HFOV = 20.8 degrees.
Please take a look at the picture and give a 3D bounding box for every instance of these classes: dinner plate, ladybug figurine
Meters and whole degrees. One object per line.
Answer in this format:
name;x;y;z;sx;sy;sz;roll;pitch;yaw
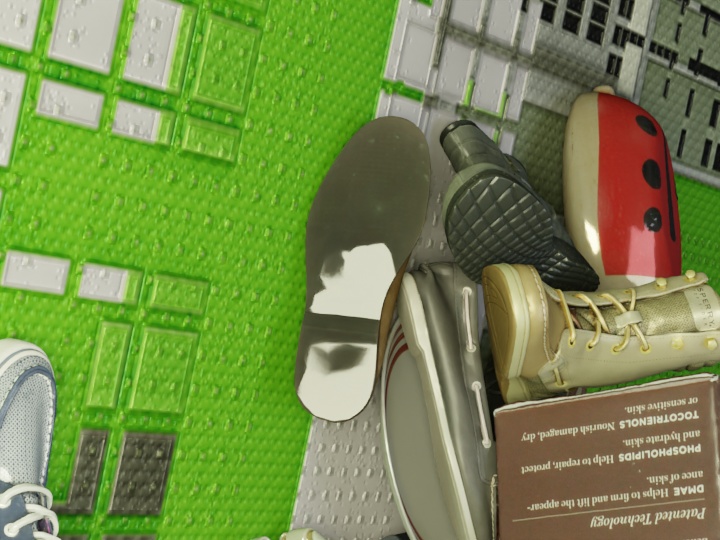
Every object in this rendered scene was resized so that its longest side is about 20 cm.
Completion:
dinner plate;0.052;0.126;1.361;0.200;0.024;0.202;42;42;-54
ladybug figurine;0.200;-0.044;1.481;0.136;0.071;0.202;15;69;-67

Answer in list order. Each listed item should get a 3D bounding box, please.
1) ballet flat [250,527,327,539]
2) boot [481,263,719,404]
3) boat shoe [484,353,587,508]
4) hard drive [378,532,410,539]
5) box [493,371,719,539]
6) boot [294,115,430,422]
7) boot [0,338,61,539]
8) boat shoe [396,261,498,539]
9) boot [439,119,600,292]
ballet flat;-0.045;0.203;1.261;0.199;0.067;0.071;-7;92;-56
boot;0.160;0.033;1.274;0.200;0.154;0.074;71;9;-69
boat shoe;0.129;0.112;1.436;0.201;0.075;0.074;-64;143;-49
hard drive;0.093;0.260;1.366;0.042;0.200;0.134;-50;154;25
box;0.198;0.187;1.278;0.165;0.163;0.202;20;64;-55
boot;0.000;0.000;1.277;0.075;0.073;0.202;48;56;-80
boot;-0.178;0.142;1.029;0.073;0.090;0.202;14;89;-55
boat shoe;0.072;0.091;1.302;0.056;0.067;0.202;-13;89;-8
boot;0.084;-0.051;1.324;0.067;0.131;0.200;-36;149;10
